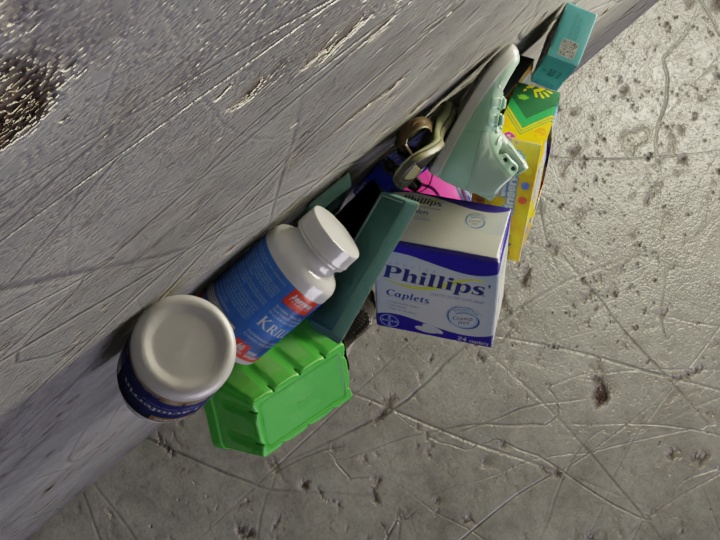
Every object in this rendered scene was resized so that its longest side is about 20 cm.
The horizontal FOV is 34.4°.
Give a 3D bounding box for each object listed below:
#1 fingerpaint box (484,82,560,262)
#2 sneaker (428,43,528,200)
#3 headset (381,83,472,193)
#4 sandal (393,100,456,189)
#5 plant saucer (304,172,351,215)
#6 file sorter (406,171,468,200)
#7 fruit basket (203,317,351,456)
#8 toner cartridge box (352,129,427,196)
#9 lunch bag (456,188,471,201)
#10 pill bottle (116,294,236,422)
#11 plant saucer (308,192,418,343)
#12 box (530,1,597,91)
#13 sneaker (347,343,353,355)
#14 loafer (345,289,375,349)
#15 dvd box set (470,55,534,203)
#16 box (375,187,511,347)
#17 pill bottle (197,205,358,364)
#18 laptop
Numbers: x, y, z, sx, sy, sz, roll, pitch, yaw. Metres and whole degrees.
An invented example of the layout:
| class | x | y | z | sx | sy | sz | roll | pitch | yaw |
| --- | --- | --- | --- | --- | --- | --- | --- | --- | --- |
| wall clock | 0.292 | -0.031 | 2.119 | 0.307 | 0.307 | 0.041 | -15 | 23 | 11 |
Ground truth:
| class | x | y | z | sx | sy | sz | roll | pitch | yaw |
| --- | --- | --- | --- | --- | --- | --- | --- | --- | --- |
| fingerpaint box | 0.233 | -0.145 | 1.708 | 0.167 | 0.072 | 0.202 | -61 | 162 | -51 |
| sneaker | 0.187 | -0.194 | 1.559 | 0.202 | 0.117 | 0.074 | -61 | -175 | 12 |
| headset | 0.112 | -0.193 | 1.661 | 0.201 | 0.093 | 0.124 | -56 | 175 | -29 |
| sandal | 0.074 | -0.170 | 1.521 | 0.080 | 0.057 | 0.202 | -47 | -171 | 33 |
| plant saucer | -0.047 | -0.086 | 1.587 | 0.070 | 0.019 | 0.200 | -40 | 177 | -10 |
| file sorter | 0.107 | -0.093 | 1.894 | 0.199 | 0.140 | 0.125 | -39 | -150 | -21 |
| fruit basket | -0.138 | 0.127 | 1.559 | 0.212 | 0.157 | 0.217 | -6 | -148 | 4 |
| toner cartridge box | 0.082 | -0.170 | 1.762 | 0.199 | 0.043 | 0.095 | -38 | 178 | -37 |
| lunch bag | 0.116 | -0.123 | 2.095 | 0.132 | 0.136 | 0.200 | -38 | 179 | -10 |
| pill bottle | -0.214 | 0.108 | 1.314 | 0.115 | 0.116 | 0.200 | -38 | 177 | -25 |
| plant saucer | 0.001 | -0.009 | 1.462 | 0.070 | 0.019 | 0.202 | 24 | -99 | 52 |
| box | 0.301 | -0.331 | 1.741 | 0.200 | 0.049 | 0.083 | 40 | 72 | -88 |
| sneaker | -0.063 | 0.103 | 1.881 | 0.075 | 0.104 | 0.202 | -10 | 125 | -62 |
| loafer | -0.036 | 0.086 | 1.777 | 0.199 | 0.076 | 0.068 | -34 | -166 | 44 |
| dvd box set | 0.219 | -0.213 | 1.802 | 0.147 | 0.029 | 0.202 | -53 | 155 | -46 |
| box | 0.116 | -0.002 | 1.676 | 0.201 | 0.181 | 0.106 | 87 | 17 | -50 |
| pill bottle | -0.101 | 0.015 | 1.435 | 0.200 | 0.113 | 0.112 | -41 | 178 | 16 |
| laptop | 0.000 | 0.000 | 1.607 | 0.200 | 0.116 | 0.187 | -45 | -161 | 4 |
